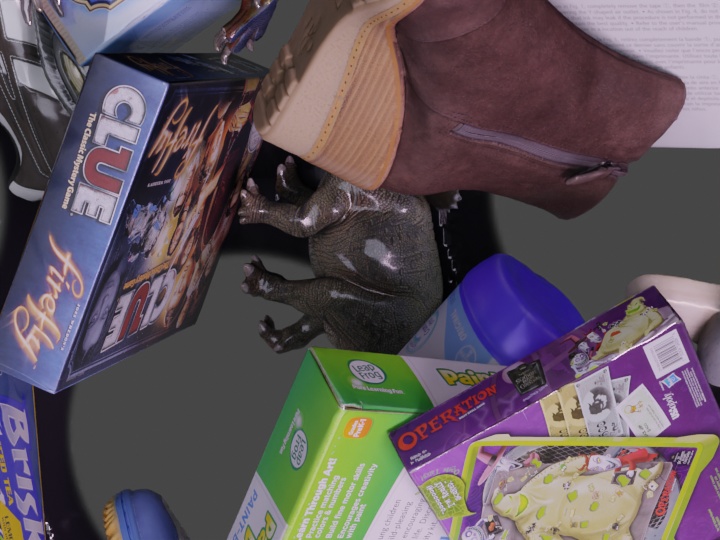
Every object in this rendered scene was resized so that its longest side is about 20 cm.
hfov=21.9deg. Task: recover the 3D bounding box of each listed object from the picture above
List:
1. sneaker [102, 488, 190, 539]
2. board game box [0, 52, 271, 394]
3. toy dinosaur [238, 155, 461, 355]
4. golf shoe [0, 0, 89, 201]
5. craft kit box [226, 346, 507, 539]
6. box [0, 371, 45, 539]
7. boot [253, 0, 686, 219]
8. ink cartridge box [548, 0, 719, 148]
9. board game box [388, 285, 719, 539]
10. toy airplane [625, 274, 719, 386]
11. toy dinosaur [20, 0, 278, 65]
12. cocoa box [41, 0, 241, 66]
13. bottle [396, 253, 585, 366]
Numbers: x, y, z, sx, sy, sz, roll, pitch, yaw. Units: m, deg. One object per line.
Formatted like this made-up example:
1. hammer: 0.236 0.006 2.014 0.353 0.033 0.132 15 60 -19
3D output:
1. sneaker: -0.050 0.183 0.917 0.088 0.075 0.200 -31 96 3
2. board game box: -0.093 -0.029 0.829 0.035 0.200 0.136 23 101 8
3. toy dinosaur: 0.000 0.000 0.877 0.102 0.077 0.201 8 95 18
4. golf shoe: -0.180 -0.126 0.902 0.094 0.078 0.200 -31 88 14
5. craft kit box: 0.036 0.130 0.805 0.197 0.049 0.200 6 123 -31
6. box: -0.198 0.137 0.936 0.064 0.070 0.201 -3 95 10
7. boot: 0.066 -0.099 0.761 0.166 0.073 0.200 11 141 -26
8. ink cartridge box: 0.163 -0.120 0.771 0.199 0.174 0.044 3 52 23
9. board game box: 0.102 0.104 0.769 0.120 0.032 0.200 -32 132 -2
10. toy airplane: 0.232 0.036 0.767 0.200 0.141 0.199 -21 134 19
11. toy dinosaur: -0.105 -0.166 0.763 0.181 0.105 0.200 43 70 9
12. cocoa box: -0.066 -0.200 0.839 0.200 0.133 0.131 -34 91 14
13. bottle: 0.022 0.087 0.850 0.065 0.084 0.200 34 109 -22
